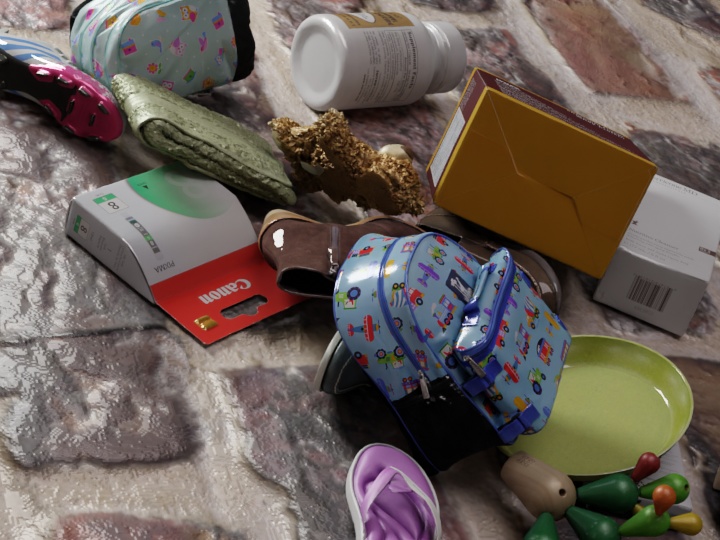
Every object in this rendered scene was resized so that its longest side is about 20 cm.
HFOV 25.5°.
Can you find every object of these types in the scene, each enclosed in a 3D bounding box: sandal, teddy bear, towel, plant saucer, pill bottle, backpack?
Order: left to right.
[{"bbox_3d":[-0.218,-0.258,1.749,0.200,0.167,0.127,-23,24,-30],"label":"backpack"},{"bbox_3d":[-0.162,-0.139,1.661,0.200,0.036,0.148,23,18,-31],"label":"towel"},{"bbox_3d":[-0.012,-0.114,1.669,0.067,0.145,0.200,-47,27,-24],"label":"teddy bear"},{"bbox_3d":[0.025,-0.254,1.919,0.200,0.114,0.114,-8,43,-37],"label":"pill bottle"},{"bbox_3d":[0.033,0.207,1.322,0.082,0.050,0.203,14,34,-11],"label":"sandal"},{"bbox_3d":[0.075,0.050,1.416,0.200,0.135,0.183,53,36,-17],"label":"backpack"},{"bbox_3d":[0.210,0.133,1.490,0.200,0.031,0.200,-5,36,3],"label":"plant saucer"}]

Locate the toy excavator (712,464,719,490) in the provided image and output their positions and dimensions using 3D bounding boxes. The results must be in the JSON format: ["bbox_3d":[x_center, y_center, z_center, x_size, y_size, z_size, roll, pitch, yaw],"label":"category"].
[{"bbox_3d":[0.377,0.246,1.429,0.200,0.100,0.194,31,32,30],"label":"toy excavator"}]

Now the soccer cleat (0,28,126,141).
[{"bbox_3d":[-0.324,-0.207,1.698,0.200,0.070,0.086,27,36,10],"label":"soccer cleat"}]

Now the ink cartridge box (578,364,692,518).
[{"bbox_3d":[0.255,0.160,1.526,0.095,0.037,0.200,14,36,-9],"label":"ink cartridge box"}]

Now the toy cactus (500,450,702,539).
[{"bbox_3d":[0.183,0.209,1.344,0.200,0.102,0.165,-38,53,-20],"label":"toy cactus"}]

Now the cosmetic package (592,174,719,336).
[{"bbox_3d":[0.340,-0.023,1.792,0.113,0.081,0.200,22,34,5],"label":"cosmetic package"}]

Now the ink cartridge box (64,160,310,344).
[{"bbox_3d":[-0.162,-0.023,1.548,0.200,0.050,0.161,35,36,24],"label":"ink cartridge box"}]

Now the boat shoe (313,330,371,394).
[{"bbox_3d":[0.026,0.072,1.493,0.062,0.073,0.200,29,29,19],"label":"boat shoe"}]

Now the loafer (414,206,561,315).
[{"bbox_3d":[0.125,0.001,1.658,0.071,0.073,0.200,-17,39,-38],"label":"loafer"}]

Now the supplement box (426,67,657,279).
[{"bbox_3d":[0.189,-0.110,1.717,0.197,0.133,0.200,24,13,-6],"label":"supplement box"}]

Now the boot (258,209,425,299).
[{"bbox_3d":[0.000,0.000,1.547,0.200,0.072,0.166,11,20,-15],"label":"boot"}]
